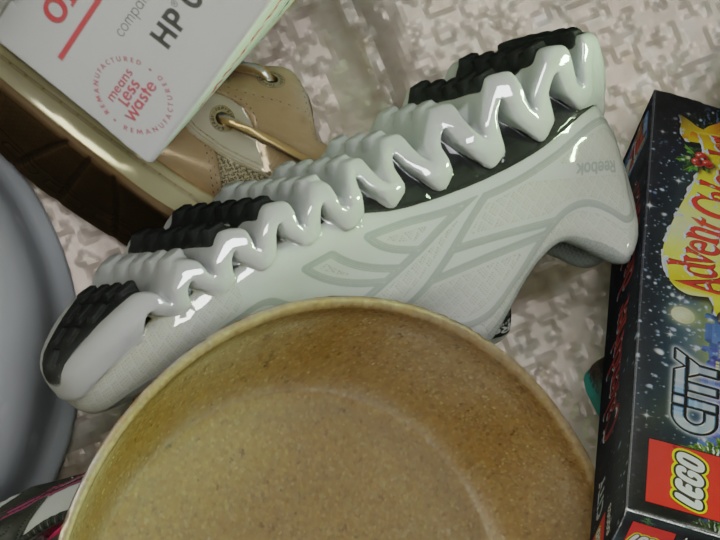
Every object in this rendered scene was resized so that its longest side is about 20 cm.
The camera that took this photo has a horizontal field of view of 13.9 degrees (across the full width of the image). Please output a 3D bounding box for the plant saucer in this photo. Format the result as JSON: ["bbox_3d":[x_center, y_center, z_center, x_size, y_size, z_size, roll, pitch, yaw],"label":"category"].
[{"bbox_3d":[-0.010,0.108,0.848,0.199,0.035,0.201,2,86,-33],"label":"plant saucer"}]

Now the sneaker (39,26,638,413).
[{"bbox_3d":[0.000,0.000,0.884,0.199,0.075,0.081,-27,103,-19],"label":"sneaker"}]

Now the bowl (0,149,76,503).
[{"bbox_3d":[-0.184,0.022,0.904,0.200,0.090,0.202,1,81,-7],"label":"bowl"}]

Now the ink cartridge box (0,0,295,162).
[{"bbox_3d":[-0.038,-0.113,0.880,0.068,0.115,0.200,38,40,-1],"label":"ink cartridge box"}]

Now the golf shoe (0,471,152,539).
[{"bbox_3d":[-0.062,0.077,0.905,0.200,0.088,0.078,-22,113,-43],"label":"golf shoe"}]

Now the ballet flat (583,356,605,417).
[{"bbox_3d":[0.160,0.082,0.953,0.199,0.067,0.071,14,119,-6],"label":"ballet flat"}]

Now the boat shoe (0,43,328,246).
[{"bbox_3d":[-0.042,-0.033,0.945,0.199,0.071,0.065,33,74,-12],"label":"boat shoe"}]

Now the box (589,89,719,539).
[{"bbox_3d":[0.144,0.035,0.911,0.136,0.038,0.201,17,40,-6],"label":"box"}]
